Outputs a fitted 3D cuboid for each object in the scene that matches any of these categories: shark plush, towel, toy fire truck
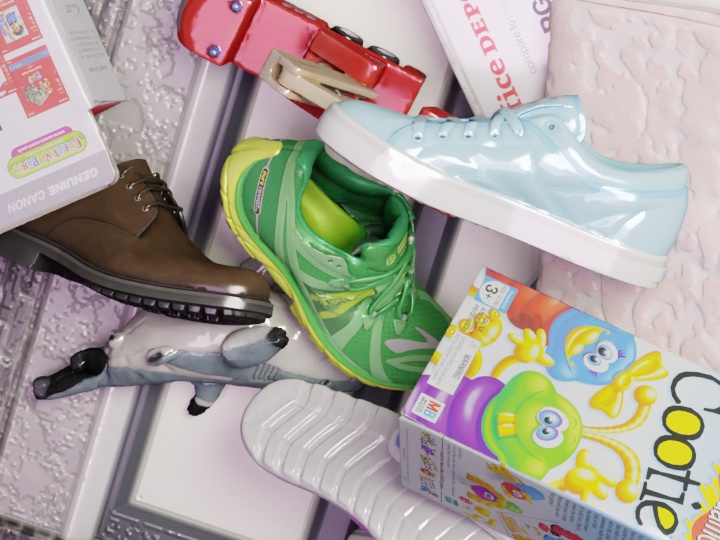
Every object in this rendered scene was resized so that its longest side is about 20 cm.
[{"bbox_3d":[-0.101,0.062,1.491,0.200,0.091,0.083,-19,129,4],"label":"shark plush"},{"bbox_3d":[0.176,-0.041,1.327,0.191,0.032,0.200,13,108,38],"label":"towel"},{"bbox_3d":[-0.019,-0.105,1.408,0.200,0.141,0.049,28,103,1],"label":"toy fire truck"}]

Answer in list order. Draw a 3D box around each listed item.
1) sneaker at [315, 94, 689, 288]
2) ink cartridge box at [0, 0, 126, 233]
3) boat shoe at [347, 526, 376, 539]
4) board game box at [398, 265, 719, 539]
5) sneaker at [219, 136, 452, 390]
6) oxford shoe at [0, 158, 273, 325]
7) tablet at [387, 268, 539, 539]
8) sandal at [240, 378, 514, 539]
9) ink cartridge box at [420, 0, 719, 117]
[{"bbox_3d":[0.079,-0.063,1.304,0.200,0.074,0.082,21,98,-6],"label":"sneaker"},{"bbox_3d":[-0.251,-0.098,1.464,0.200,0.084,0.176,-22,93,11],"label":"ink cartridge box"},{"bbox_3d":[0.081,0.150,1.467,0.201,0.070,0.072,-4,69,36],"label":"boat shoe"},{"bbox_3d":[0.132,0.099,1.344,0.200,0.105,0.103,25,67,13],"label":"board game box"},{"bbox_3d":[0.000,0.000,1.427,0.084,0.074,0.200,-10,134,43],"label":"sneaker"},{"bbox_3d":[-0.131,-0.022,1.448,0.200,0.073,0.084,21,89,27],"label":"oxford shoe"},{"bbox_3d":[0.125,0.068,1.424,0.130,0.014,0.200,37,71,18],"label":"tablet"},{"bbox_3d":[0.023,0.126,1.439,0.203,0.050,0.082,33,73,21],"label":"sandal"},{"bbox_3d":[0.143,-0.157,1.409,0.200,0.085,0.146,-24,97,13],"label":"ink cartridge box"}]
